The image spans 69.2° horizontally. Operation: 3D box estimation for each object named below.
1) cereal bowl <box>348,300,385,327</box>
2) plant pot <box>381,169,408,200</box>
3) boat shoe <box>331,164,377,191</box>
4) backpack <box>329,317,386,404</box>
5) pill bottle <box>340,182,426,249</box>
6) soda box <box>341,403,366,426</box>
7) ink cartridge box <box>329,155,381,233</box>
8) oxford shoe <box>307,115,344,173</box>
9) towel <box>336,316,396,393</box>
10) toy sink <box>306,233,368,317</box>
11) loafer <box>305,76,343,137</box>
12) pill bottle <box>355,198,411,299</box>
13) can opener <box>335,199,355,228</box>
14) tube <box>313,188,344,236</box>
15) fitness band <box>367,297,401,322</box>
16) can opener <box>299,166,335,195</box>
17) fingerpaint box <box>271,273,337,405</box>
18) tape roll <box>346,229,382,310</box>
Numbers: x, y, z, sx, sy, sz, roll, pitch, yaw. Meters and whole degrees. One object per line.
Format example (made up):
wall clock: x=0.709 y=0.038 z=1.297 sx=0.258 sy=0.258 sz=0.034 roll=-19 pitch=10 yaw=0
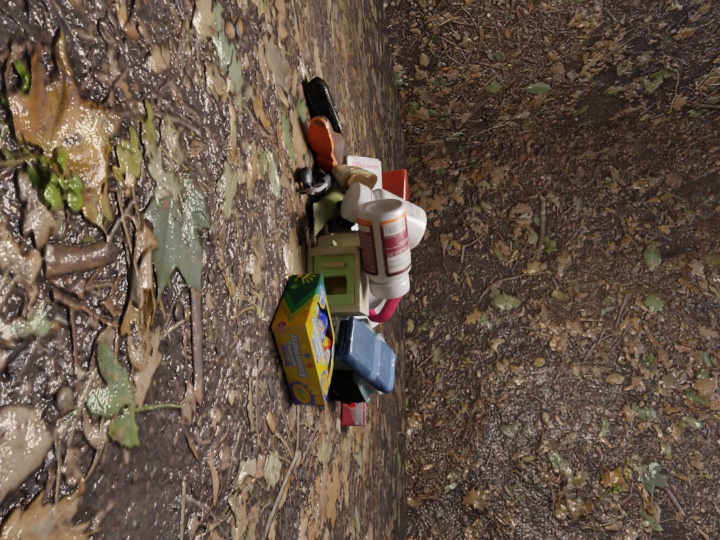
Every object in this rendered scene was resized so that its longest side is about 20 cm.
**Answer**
cereal bowl: x=0.007 y=0.067 z=1.556 sx=0.198 sy=0.082 sz=0.205 roll=-16 pitch=111 yaw=-49
plant pot: x=0.060 y=-0.185 z=1.622 sx=0.200 sy=0.195 sz=0.181 roll=47 pitch=36 yaw=-79
boat shoe: x=-0.012 y=-0.238 z=1.339 sx=0.072 sy=0.064 sz=0.199 roll=-55 pitch=164 yaw=12
backpack: x=-0.008 y=0.224 z=1.360 sx=0.177 sy=0.150 sz=0.204 roll=64 pitch=22 yaw=-52
pill bottle: x=0.054 y=-0.134 z=1.275 sx=0.197 sy=0.114 sz=0.117 roll=21 pitch=52 yaw=-29
soda box: x=-0.019 y=0.339 z=1.494 sx=0.070 sy=0.062 sz=0.205 roll=54 pitch=34 yaw=-72
ink cartridge box: x=-0.011 y=-0.208 z=1.464 sx=0.144 sy=0.083 sz=0.205 roll=-4 pitch=92 yaw=-47
oxford shoe: x=-0.079 y=-0.315 z=1.262 sx=0.074 sy=0.070 sz=0.201 roll=-61 pitch=166 yaw=-18
towel: x=0.014 y=0.198 z=1.203 sx=0.200 sy=0.048 sz=0.114 roll=46 pitch=40 yaw=-40
toy sink: x=-0.052 y=0.002 z=1.219 sx=0.112 sy=0.127 sz=0.205 roll=43 pitch=46 yaw=-74
loafer: x=-0.082 y=-0.391 z=1.302 sx=0.202 sy=0.071 sz=0.072 roll=78 pitch=13 yaw=-45
pill bottle: x=0.056 y=-0.048 z=1.173 sx=0.115 sy=0.111 sz=0.204 roll=-70 pitch=155 yaw=-64
can opener: x=0.007 y=-0.163 z=1.387 sx=0.198 sy=0.078 sz=0.064 roll=-17 pitch=71 yaw=-51
tube: x=-0.088 y=-0.156 z=1.302 sx=0.058 sy=0.052 sz=0.201 roll=48 pitch=25 yaw=-10
fitness band: x=0.059 y=0.039 z=1.349 sx=0.203 sy=0.037 sz=0.145 roll=-65 pitch=-148 yaw=30
can opener: x=-0.100 y=-0.218 z=1.220 sx=0.201 sy=0.052 sz=0.068 roll=-69 pitch=153 yaw=-69
fingerpaint box: x=-0.104 y=0.137 z=1.048 sx=0.168 sy=0.071 sz=0.204 roll=-78 pitch=162 yaw=-56
tape roll: x=0.000 y=0.000 z=1.358 sx=0.201 sy=0.069 sz=0.208 roll=-16 pitch=-108 yaw=57
